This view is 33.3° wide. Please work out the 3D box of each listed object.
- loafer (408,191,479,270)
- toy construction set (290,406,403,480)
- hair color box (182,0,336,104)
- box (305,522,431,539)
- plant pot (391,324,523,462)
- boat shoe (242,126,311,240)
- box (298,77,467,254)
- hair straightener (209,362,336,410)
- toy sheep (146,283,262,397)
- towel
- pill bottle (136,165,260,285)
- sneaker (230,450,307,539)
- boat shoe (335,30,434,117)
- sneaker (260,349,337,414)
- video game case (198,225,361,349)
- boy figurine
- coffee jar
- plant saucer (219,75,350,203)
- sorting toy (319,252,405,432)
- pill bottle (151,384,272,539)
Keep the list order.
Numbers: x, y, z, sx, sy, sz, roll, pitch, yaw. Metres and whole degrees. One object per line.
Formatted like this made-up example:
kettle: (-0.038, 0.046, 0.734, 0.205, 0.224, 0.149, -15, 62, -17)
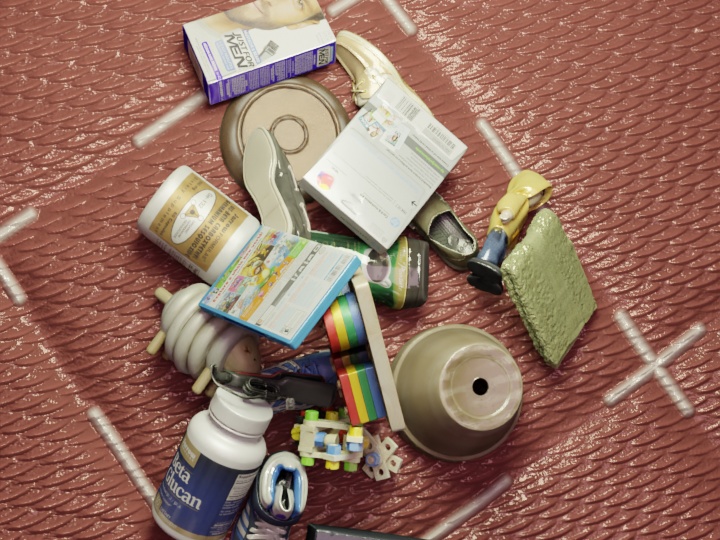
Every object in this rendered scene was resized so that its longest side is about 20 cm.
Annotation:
loafer: (0.102, -0.085, 1.760, 0.200, 0.070, 0.075, 41, 78, -2)
toy construction set: (-0.019, 0.231, 1.649, 0.130, 0.200, 0.093, 5, 78, 26)
hair color box: (-0.146, -0.329, 1.748, 0.199, 0.065, 0.110, -21, 70, -13)
box: (0.014, 0.460, 1.642, 0.195, 0.117, 0.202, 10, 81, -7)
plant pot: (0.146, 0.166, 1.679, 0.198, 0.174, 0.202, 1, 81, -8)
boat shoe: (-0.117, -0.111, 1.694, 0.057, 0.067, 0.201, 21, 44, -47)
box: (0.033, -0.148, 1.698, 0.156, 0.041, 0.200, 40, 70, -4)
hair straightener: (-0.111, 0.152, 1.592, 0.199, 0.077, 0.041, 18, 96, -36)
toy sheep: (-0.215, 0.087, 1.656, 0.200, 0.138, 0.138, 37, 77, 17)
towel: (0.272, 0.028, 1.735, 0.149, 0.036, 0.201, -51, 125, -33)
pill bottle: (-0.202, -0.044, 1.683, 0.200, 0.114, 0.115, 37, 78, -3)
sneaker: (-0.124, 0.341, 1.622, 0.080, 0.146, 0.201, 17, 79, -6)
boat shoe: (0.023, -0.264, 1.772, 0.200, 0.074, 0.069, 46, 72, -1)
sneaker: (-0.103, 0.166, 1.687, 0.199, 0.077, 0.076, -23, 84, -13)
video game case: (-0.107, 0.017, 1.548, 0.143, 0.199, 0.018, -53, 131, -17)
boy figurine: (0.218, -0.060, 1.757, 0.064, 0.125, 0.201, 22, 59, 19)
coffee jar: (0.000, 0.000, 1.723, 0.198, 0.085, 0.105, 4, 78, -8)
plant saucer: (-0.106, -0.196, 1.764, 0.199, 0.032, 0.202, 1, 82, -10)
sorting toy: (-0.010, 0.097, 1.588, 0.069, 0.200, 0.200, -15, 102, -3)
pill bottle: (-0.193, 0.256, 1.602, 0.110, 0.111, 0.201, 25, 108, -5)
